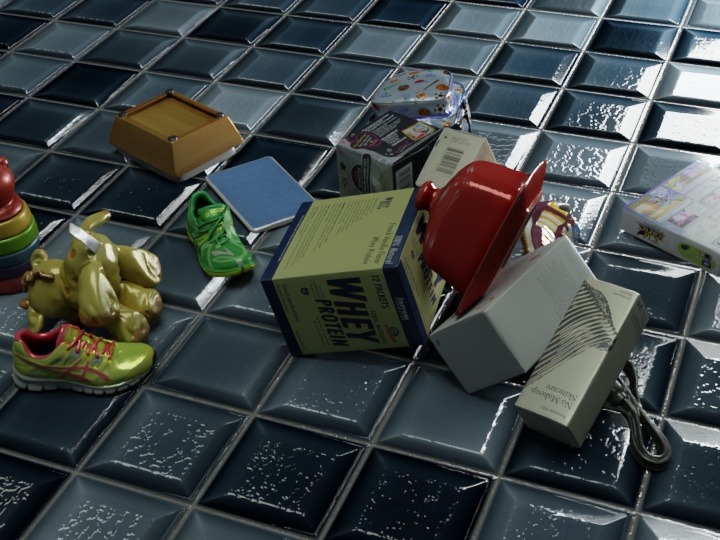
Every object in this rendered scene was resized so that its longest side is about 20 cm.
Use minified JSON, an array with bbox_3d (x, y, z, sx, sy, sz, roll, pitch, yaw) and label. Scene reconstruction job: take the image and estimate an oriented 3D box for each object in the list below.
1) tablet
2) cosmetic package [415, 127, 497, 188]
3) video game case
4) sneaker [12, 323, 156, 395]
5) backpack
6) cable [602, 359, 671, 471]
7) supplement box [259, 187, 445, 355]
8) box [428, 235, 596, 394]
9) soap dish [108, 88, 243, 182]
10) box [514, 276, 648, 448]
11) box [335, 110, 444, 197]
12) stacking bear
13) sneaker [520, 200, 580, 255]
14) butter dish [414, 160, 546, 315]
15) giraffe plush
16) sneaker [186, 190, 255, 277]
[{"bbox_3d":[-0.165,-0.129,1.906,0.130,0.014,0.200,-21,40,-22],"label":"tablet"},{"bbox_3d":[0.160,-0.111,1.676,0.073,0.200,0.104,19,73,30],"label":"cosmetic package"},{"bbox_3d":[0.537,-0.084,1.756,0.200,0.046,0.181,-30,45,-31],"label":"video game case"},{"bbox_3d":[-0.377,0.113,1.532,0.199,0.090,0.078,-3,35,-2],"label":"sneaker"},{"bbox_3d":[0.102,-0.263,1.960,0.199,0.154,0.191,2,26,13],"label":"backpack"},{"bbox_3d":[0.336,0.176,1.443,0.097,0.050,0.200,-11,48,-28],"label":"cable"},{"bbox_3d":[0.000,0.000,1.578,0.199,0.134,0.200,-6,34,22],"label":"supplement box"},{"bbox_3d":[0.208,0.058,1.503,0.200,0.098,0.124,-38,4,-37],"label":"box"},{"bbox_3d":[-0.331,-0.244,2.019,0.200,0.081,0.157,27,46,37],"label":"soap dish"},{"bbox_3d":[0.279,0.113,1.424,0.082,0.068,0.200,19,68,34],"label":"box"},{"bbox_3d":[0.047,-0.115,1.711,0.115,0.200,0.132,24,44,35],"label":"box"},{"bbox_3d":[-0.546,-0.075,1.708,0.121,0.200,0.114,-28,42,-29],"label":"stacking bear"},{"bbox_3d":[0.288,-0.046,1.702,0.090,0.075,0.200,-7,37,5],"label":"sneaker"},{"bbox_3d":[0.141,-0.070,1.503,0.148,0.200,0.199,29,23,9],"label":"butter dish"},{"bbox_3d":[-0.402,0.027,1.617,0.162,0.200,0.173,-21,32,27],"label":"giraffe plush"},{"bbox_3d":[-0.226,-0.056,1.752,0.074,0.084,0.200,-20,40,-21],"label":"sneaker"}]
